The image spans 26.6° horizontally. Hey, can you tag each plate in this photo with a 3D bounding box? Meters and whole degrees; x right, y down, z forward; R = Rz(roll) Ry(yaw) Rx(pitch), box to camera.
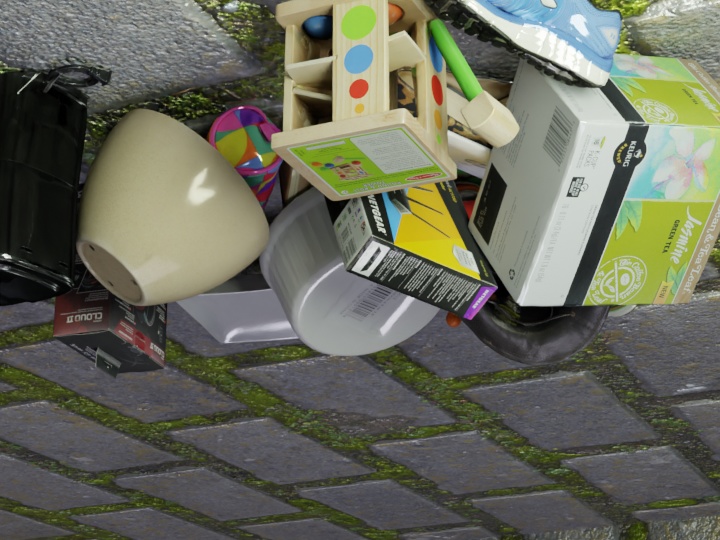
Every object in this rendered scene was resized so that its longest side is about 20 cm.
[{"bbox_3d":[-0.103,0.041,1.837,0.198,0.033,0.200,-5,160,11],"label":"plate"}]

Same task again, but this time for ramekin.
[{"bbox_3d":[0.000,0.000,1.614,0.199,0.098,0.201,-13,140,-12],"label":"ramekin"}]

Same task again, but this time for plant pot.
[{"bbox_3d":[-0.210,-0.044,1.542,0.199,0.135,0.201,32,152,19],"label":"plant pot"}]

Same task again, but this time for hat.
[{"bbox_3d":[0.187,0.001,1.626,0.199,0.081,0.202,15,130,19],"label":"hat"}]

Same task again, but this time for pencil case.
[{"bbox_3d":[-0.130,-0.096,1.607,0.088,0.089,0.200,4,159,-10],"label":"pencil case"}]

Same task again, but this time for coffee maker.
[{"bbox_3d":[-0.335,-0.082,1.481,0.134,0.202,0.192,11,156,-29],"label":"coffee maker"}]

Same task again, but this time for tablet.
[{"bbox_3d":[0.109,-0.113,1.523,0.199,0.014,0.130,20,176,-26],"label":"tablet"}]

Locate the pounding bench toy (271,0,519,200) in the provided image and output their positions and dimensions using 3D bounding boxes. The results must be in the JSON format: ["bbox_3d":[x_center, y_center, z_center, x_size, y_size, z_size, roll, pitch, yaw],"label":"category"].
[{"bbox_3d":[0.038,-0.170,1.320,0.198,0.157,0.124,-9,158,24],"label":"pounding bench toy"}]

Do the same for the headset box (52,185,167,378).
[{"bbox_3d":[-0.282,0.020,1.741,0.074,0.202,0.149,-7,159,17],"label":"headset box"}]

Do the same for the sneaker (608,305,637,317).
[{"bbox_3d":[0.246,0.008,1.673,0.088,0.077,0.200,33,141,-24],"label":"sneaker"}]

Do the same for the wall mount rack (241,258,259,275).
[{"bbox_3d":[-0.100,-0.015,1.826,0.198,0.075,0.174,-4,157,6],"label":"wall mount rack"}]

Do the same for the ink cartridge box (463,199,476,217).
[{"bbox_3d":[0.070,-0.027,1.766,0.198,0.048,0.160,-13,168,10],"label":"ink cartridge box"}]

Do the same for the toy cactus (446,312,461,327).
[{"bbox_3d":[0.178,0.011,1.871,0.199,0.103,0.164,-11,172,36],"label":"toy cactus"}]

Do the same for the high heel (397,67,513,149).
[{"bbox_3d":[0.122,-0.162,1.453,0.198,0.072,0.143,3,167,18],"label":"high heel"}]

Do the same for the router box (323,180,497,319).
[{"bbox_3d":[0.038,-0.054,1.471,0.148,0.201,0.051,22,121,-29],"label":"router box"}]

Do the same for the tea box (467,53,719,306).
[{"bbox_3d":[0.232,-0.084,1.419,0.195,0.134,0.201,-1,127,-23],"label":"tea box"}]

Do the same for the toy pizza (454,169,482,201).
[{"bbox_3d":[0.075,-0.105,1.656,0.198,0.032,0.200,0,158,0],"label":"toy pizza"}]

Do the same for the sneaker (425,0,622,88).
[{"bbox_3d":[0.135,-0.233,1.289,0.199,0.090,0.078,26,177,-17],"label":"sneaker"}]

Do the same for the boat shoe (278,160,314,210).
[{"bbox_3d":[-0.056,-0.096,1.636,0.062,0.074,0.200,-6,165,-3],"label":"boat shoe"}]
